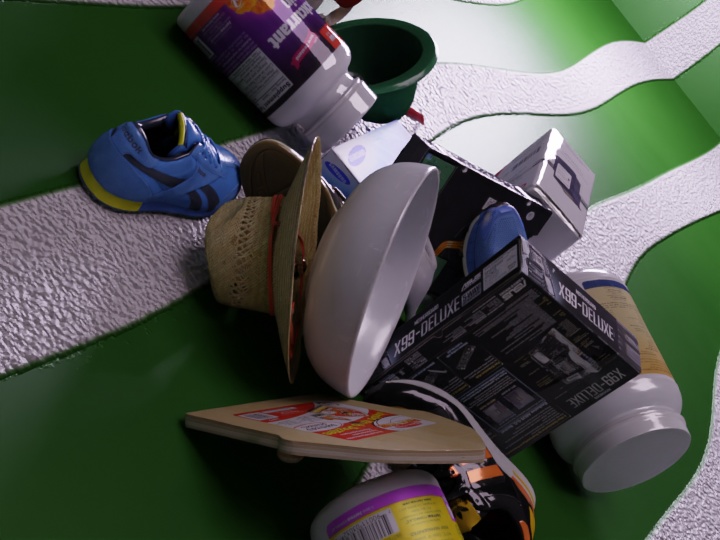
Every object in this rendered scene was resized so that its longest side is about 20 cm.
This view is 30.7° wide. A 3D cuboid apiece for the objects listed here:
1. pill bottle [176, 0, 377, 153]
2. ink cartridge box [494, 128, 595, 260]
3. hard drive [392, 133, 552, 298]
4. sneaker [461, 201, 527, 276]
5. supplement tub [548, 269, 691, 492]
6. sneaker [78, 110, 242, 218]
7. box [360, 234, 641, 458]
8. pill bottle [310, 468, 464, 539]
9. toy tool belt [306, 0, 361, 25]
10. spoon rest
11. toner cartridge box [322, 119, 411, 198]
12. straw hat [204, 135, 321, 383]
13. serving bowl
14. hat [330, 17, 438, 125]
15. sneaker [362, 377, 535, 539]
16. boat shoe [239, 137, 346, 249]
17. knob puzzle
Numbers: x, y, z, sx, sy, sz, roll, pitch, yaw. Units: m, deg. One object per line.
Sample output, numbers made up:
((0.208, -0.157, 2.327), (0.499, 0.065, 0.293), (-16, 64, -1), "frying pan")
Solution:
((-0.080, -0.219, 1.328), (0.200, 0.111, 0.112), (45, 26, -11), "pill bottle")
((0.184, -0.063, 1.508), (0.084, 0.144, 0.200), (47, 26, -8), "ink cartridge box")
((0.089, -0.043, 1.331), (0.199, 0.140, 0.038), (21, 19, -42), "hard drive")
((0.160, 0.030, 1.312), (0.078, 0.089, 0.203), (-15, 100, -26), "sneaker")
((0.250, 0.116, 1.382), (0.144, 0.144, 0.201), (21, 38, -45), "supplement tub")
((-0.146, -0.093, 1.099), (0.066, 0.078, 0.199), (55, 25, 15), "sneaker")
((0.121, 0.082, 1.154), (0.157, 0.200, 0.050), (37, 32, -23), "box")
((0.044, 0.250, 0.921), (0.104, 0.104, 0.201), (13, 46, -51), "pill bottle")
((-0.092, -0.347, 1.455), (0.199, 0.125, 0.123), (-13, 56, -42), "toy tool belt")
((0.055, 0.016, 1.254), (0.100, 0.060, 0.201), (-98, 161, -49), "spoon rest")
((0.022, -0.100, 1.414), (0.095, 0.043, 0.200), (50, 26, 2), "toner cartridge box")
((-0.085, -0.014, 1.069), (0.084, 0.203, 0.202), (5, 32, 3), "straw hat")
((0.000, 0.000, 1.081), (0.065, 0.202, 0.200), (20, 24, 10), "serving bowl")
((0.018, -0.179, 1.522), (0.198, 0.177, 0.166), (-19, 42, -17), "hat")
((0.080, 0.175, 1.115), (0.200, 0.070, 0.090), (43, 23, -19), "sneaker")
((-0.042, -0.045, 1.213), (0.201, 0.071, 0.066), (49, 13, -23), "boat shoe")
((0.001, 0.128, 0.967), (0.219, 0.218, 0.031), (1, 96, -57), "knob puzzle")
